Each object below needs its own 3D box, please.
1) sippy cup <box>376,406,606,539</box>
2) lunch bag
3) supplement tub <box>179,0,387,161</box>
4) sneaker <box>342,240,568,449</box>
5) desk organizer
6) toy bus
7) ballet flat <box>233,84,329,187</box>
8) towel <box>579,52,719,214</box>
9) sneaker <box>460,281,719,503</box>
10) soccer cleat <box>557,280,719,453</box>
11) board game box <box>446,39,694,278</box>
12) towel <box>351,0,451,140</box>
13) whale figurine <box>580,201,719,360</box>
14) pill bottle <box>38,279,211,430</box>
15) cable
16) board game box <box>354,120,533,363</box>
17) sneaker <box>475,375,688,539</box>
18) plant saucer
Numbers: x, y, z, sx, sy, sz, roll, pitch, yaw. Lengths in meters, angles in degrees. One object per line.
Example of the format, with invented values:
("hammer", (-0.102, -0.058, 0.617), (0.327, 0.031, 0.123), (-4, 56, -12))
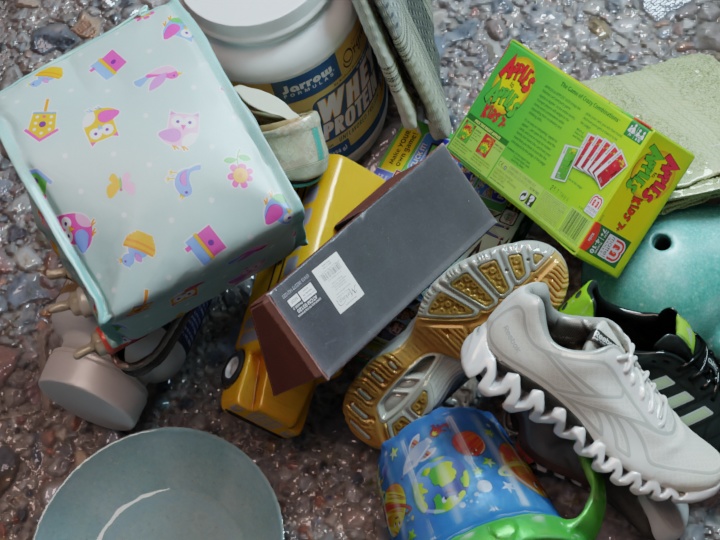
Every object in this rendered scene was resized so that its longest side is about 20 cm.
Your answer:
("sippy cup", (0.073, 0.171, 1.216), (0.176, 0.140, 0.131), (-10, 51, -18))
("lunch bag", (-0.153, -0.074, 1.225), (0.169, 0.122, 0.201), (-30, 78, -6))
("supplement tub", (-0.062, -0.180, 1.392), (0.143, 0.201, 0.146), (-6, 59, 9))
("sneaker", (0.068, 0.042, 1.256), (0.200, 0.088, 0.076), (-40, 91, 20))
("desk organizer", (0.000, 0.000, 1.244), (0.200, 0.077, 0.072), (-41, 99, -35))
("toy bus", (-0.040, 0.020, 1.308), (0.078, 0.065, 0.202), (-21, 47, 52))
("ballet flat", (-0.104, -0.115, 1.332), (0.198, 0.063, 0.067), (15, 33, 32))
("towel", (0.243, -0.109, 1.320), (0.147, 0.037, 0.200), (-16, 31, -11))
("sneaker", (0.166, 0.083, 1.166), (0.199, 0.075, 0.081), (32, 114, -5))
("soccer cleat", (0.223, 0.075, 1.217), (0.198, 0.081, 0.068), (25, 41, -8))
("board game box", (0.148, -0.086, 1.282), (0.102, 0.047, 0.200), (-58, 35, 9))
("towel", (0.019, -0.224, 1.387), (0.034, 0.201, 0.194), (-18, 46, 13))
("whale figurine", (0.258, -0.007, 1.276), (0.198, 0.104, 0.160), (-15, 59, 7))
("pill bottle", (-0.174, 0.017, 1.369), (0.110, 0.111, 0.201), (14, 66, 21))
("cable", (-0.127, 0.008, 1.273), (0.198, 0.050, 0.098), (-24, 76, 5))
("board game box", (0.049, -0.015, 1.378), (0.134, 0.029, 0.201), (22, 70, 23))
("sneaker", (0.157, 0.125, 1.266), (0.082, 0.077, 0.201), (-47, 64, 23))
("plant saucer", (-0.148, 0.217, 1.298), (0.199, 0.039, 0.203), (-6, 61, 10))
